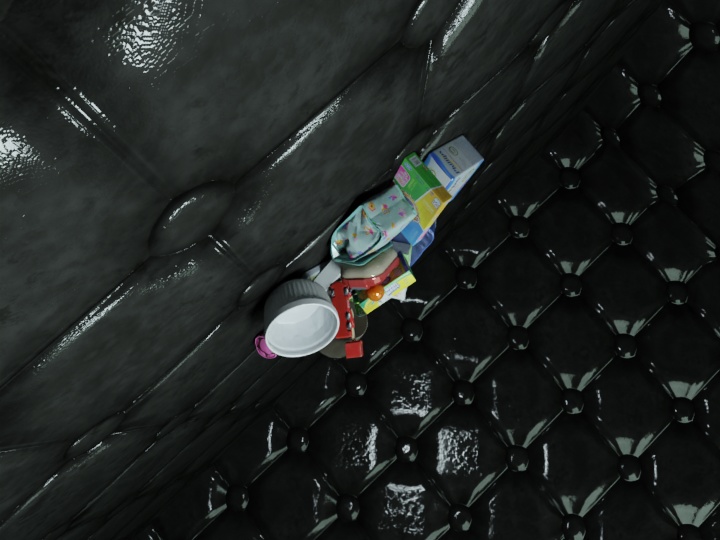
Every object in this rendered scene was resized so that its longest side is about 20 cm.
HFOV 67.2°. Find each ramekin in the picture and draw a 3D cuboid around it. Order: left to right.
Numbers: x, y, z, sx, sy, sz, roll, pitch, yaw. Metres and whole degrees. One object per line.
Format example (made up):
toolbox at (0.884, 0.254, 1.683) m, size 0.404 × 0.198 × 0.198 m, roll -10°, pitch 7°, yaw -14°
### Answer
ramekin at (-0.157, 0.116, 1.390) m, size 0.193 × 0.107 × 0.204 m, roll -12°, pitch 138°, yaw -11°

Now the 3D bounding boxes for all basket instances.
basket at (-0.065, 0.181, 1.713) m, size 0.139 × 0.178 × 0.200 m, roll -61°, pitch -170°, yaw -29°

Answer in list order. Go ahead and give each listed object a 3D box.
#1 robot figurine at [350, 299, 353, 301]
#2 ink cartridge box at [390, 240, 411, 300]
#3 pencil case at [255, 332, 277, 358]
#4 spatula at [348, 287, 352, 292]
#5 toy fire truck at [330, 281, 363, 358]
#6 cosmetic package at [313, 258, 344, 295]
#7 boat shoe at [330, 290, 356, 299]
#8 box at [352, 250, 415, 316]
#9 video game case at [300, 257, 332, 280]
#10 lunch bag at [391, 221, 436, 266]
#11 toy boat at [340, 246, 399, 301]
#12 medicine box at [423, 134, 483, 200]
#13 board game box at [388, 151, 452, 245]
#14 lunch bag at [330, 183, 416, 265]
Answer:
robot figurine at (-0.040, 0.054, 1.774) m, size 0.170 × 0.120 × 0.200 m, roll -21°, pitch 173°, yaw 9°
ink cartridge box at (0.091, 0.015, 1.674) m, size 0.068 × 0.113 × 0.206 m, roll -65°, pitch 161°, yaw -56°
pencil case at (-0.230, 0.195, 1.669) m, size 0.199 × 0.091 × 0.094 m, roll -35°, pitch 136°, yaw -48°
spatula at (0.000, 0.000, 1.541) m, size 0.057 × 0.020 × 0.202 m, roll -52°, pitch -176°, yaw 39°
toy fire truck at (-0.037, 0.140, 1.519) m, size 0.047 × 0.209 × 0.141 m, roll -7°, pitch 171°, yaw 12°
cosmetic package at (-0.096, 0.034, 1.531) m, size 0.200 × 0.051 × 0.082 m, roll -48°, pitch 168°, yaw 22°
boat shoe at (-0.056, 0.060, 1.640) m, size 0.195 × 0.074 × 0.060 m, roll -28°, pitch -171°, yaw -1°
box at (0.056, 0.040, 1.553) m, size 0.197 × 0.049 × 0.118 m, roll -36°, pitch -150°, yaw 10°
video game case at (-0.137, 0.036, 1.589) m, size 0.198 × 0.022 × 0.183 m, roll -31°, pitch 164°, yaw -50°
lunch bag at (0.146, -0.117, 1.698) m, size 0.201 × 0.134 × 0.134 m, roll -48°, pitch -169°, yaw 36°
toy boat at (0.034, 0.017, 1.451) m, size 0.126 × 0.136 × 0.200 m, roll -1°, pitch -158°, yaw 26°
medicine box at (0.238, -0.271, 1.587) m, size 0.198 × 0.103 × 0.183 m, roll -35°, pitch 167°, yaw -42°
board game box at (0.139, -0.182, 1.415) m, size 0.040 × 0.154 × 0.201 m, roll -32°, pitch 165°, yaw -32°
lunch bag at (0.025, -0.102, 1.390) m, size 0.169 × 0.123 × 0.200 m, roll -34°, pitch 174°, yaw -45°
